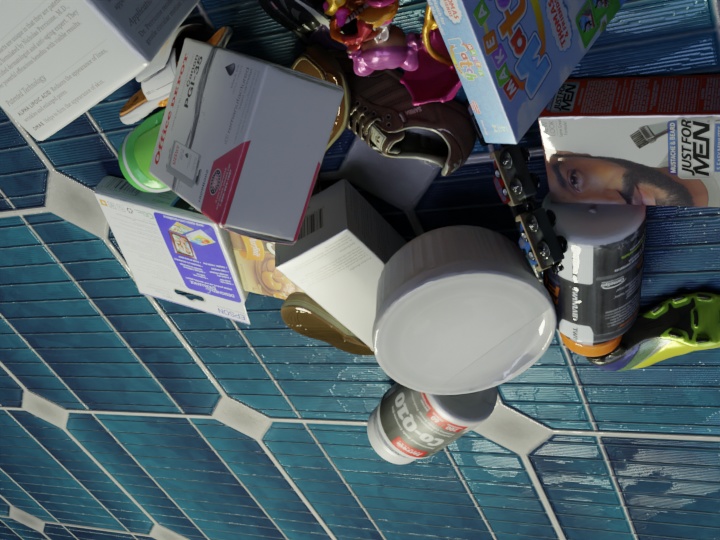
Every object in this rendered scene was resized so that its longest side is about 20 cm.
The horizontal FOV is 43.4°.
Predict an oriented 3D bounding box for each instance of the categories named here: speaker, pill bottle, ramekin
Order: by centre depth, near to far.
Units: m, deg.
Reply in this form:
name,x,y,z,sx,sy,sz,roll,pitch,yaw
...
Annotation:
name,x,y,z,sx,sy,sz,roll,pitch,yaw
pill bottle,0.248,0.005,0.971,0.105,0.107,0.201,7,138,20
ramekin,0.107,0.040,0.991,0.201,0.095,0.203,-4,135,-4
speaker,-0.191,-0.152,1.036,0.199,0.089,0.089,-16,127,39
pill bottle,0.093,0.194,1.261,0.113,0.114,0.200,31,141,-9

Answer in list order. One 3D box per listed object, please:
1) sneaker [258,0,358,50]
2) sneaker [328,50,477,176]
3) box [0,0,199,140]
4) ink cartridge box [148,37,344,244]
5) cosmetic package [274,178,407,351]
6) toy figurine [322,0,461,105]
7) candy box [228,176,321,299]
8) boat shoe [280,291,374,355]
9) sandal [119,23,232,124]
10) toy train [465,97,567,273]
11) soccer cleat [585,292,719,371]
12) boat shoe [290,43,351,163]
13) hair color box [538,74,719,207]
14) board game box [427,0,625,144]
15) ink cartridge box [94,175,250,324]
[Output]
name,x,y,z,sx,sy,sz,roll,pitch,yaw
sneaker,-0.072,-0.264,0.825,0.087,0.076,0.200,3,156,35
sneaker,0.022,-0.160,0.922,0.199,0.076,0.071,21,141,6
box,-0.252,-0.259,0.851,0.199,0.200,0.131,-19,125,41
ink cartridge box,-0.115,-0.126,0.845,0.082,0.148,0.200,11,-168,-35
cosmetic package,0.000,0.000,1.064,0.107,0.085,0.200,-26,134,23
toy figurine,0.034,-0.222,0.796,0.198,0.151,0.185,-8,145,5
candy box,-0.102,-0.047,1.133,0.115,0.056,0.201,11,139,15
boat shoe,-0.032,0.056,1.154,0.072,0.065,0.200,-2,161,33
sandal,-0.220,-0.217,0.980,0.206,0.080,0.059,-19,128,43
toy train,0.151,-0.089,0.891,0.046,0.034,0.201,-34,76,59
soccer cleat,0.356,0.073,1.046,0.199,0.065,0.083,-19,155,35
boat shoe,-0.067,-0.141,0.928,0.076,0.074,0.200,43,148,12
hair color box,0.276,-0.120,0.850,0.199,0.064,0.111,4,138,25
board game box,0.134,-0.220,0.698,0.036,0.200,0.152,14,145,43
ink cartridge box,-0.244,-0.026,1.228,0.197,0.044,0.201,14,140,22
